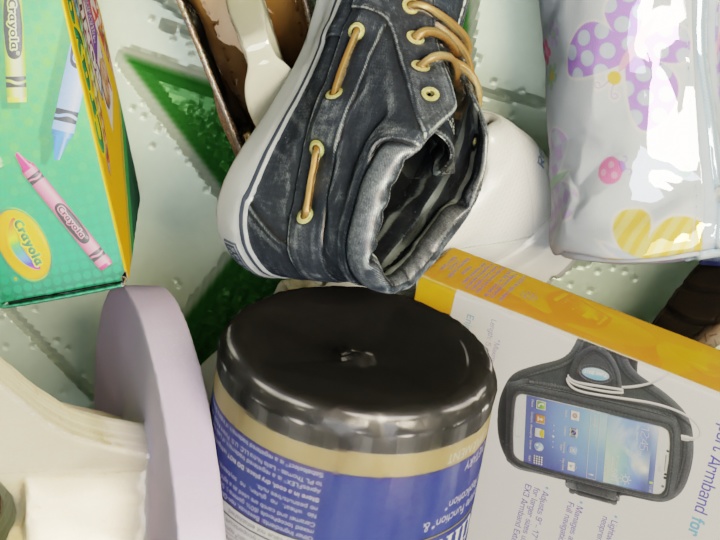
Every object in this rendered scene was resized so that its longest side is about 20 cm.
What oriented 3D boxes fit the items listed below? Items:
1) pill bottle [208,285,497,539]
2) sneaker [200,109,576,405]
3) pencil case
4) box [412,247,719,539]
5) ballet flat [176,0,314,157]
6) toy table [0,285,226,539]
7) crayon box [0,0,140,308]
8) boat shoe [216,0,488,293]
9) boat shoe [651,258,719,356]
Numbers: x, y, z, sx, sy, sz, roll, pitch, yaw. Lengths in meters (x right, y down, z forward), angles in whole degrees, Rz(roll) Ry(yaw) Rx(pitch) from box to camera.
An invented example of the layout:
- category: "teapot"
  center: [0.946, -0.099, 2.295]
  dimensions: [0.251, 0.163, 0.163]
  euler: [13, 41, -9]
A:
- category: "pill bottle"
  center: [-0.014, 0.116, 0.969]
  dimensions: [0.111, 0.112, 0.201]
  euler: [6, 117, -5]
- category: "sneaker"
  center: [0.000, 0.000, 1.030]
  dimensions: [0.200, 0.075, 0.087]
  euler: [-37, 131, 2]
- category: "pencil case"
  center: [0.115, -0.099, 0.980]
  dimensions: [0.083, 0.091, 0.201]
  euler: [-5, 92, -24]
- category: "box"
  center: [0.107, 0.081, 0.980]
  dimensions: [0.199, 0.041, 0.119]
  euler: [21, 119, 16]
- category: "ballet flat"
  center: [-0.048, -0.119, 0.999]
  dimensions: [0.068, 0.067, 0.201]
  euler: [-20, 109, 5]
- category: "toy table"
  center: [-0.128, 0.093, 0.957]
  dimensions: [0.117, 0.200, 0.184]
  euler: [0, 124, -18]
- category: "crayon box"
  center: [-0.140, -0.100, 0.974]
  dimensions: [0.058, 0.119, 0.201]
  euler: [-11, 110, 1]
- category: "boat shoe"
  center: [0.023, -0.081, 0.968]
  dimensions: [0.071, 0.091, 0.201]
  euler: [37, 73, -44]
- category: "boat shoe"
  center: [0.206, 0.001, 1.001]
  dimensions: [0.200, 0.072, 0.076]
  euler: [-42, 110, 5]
